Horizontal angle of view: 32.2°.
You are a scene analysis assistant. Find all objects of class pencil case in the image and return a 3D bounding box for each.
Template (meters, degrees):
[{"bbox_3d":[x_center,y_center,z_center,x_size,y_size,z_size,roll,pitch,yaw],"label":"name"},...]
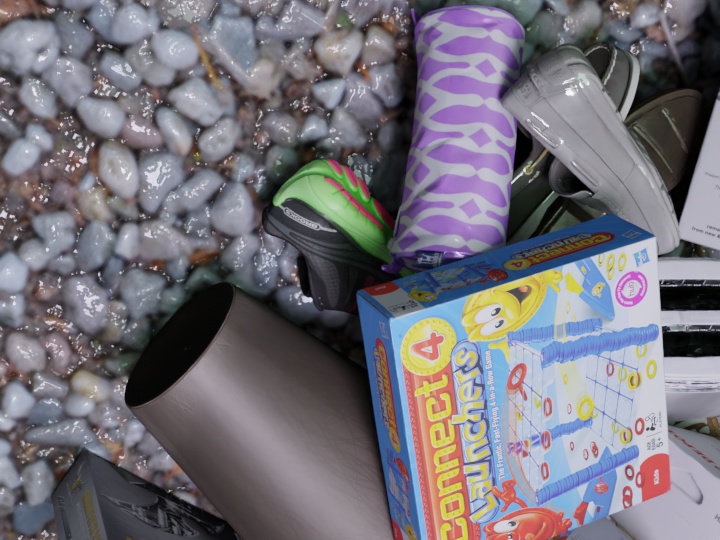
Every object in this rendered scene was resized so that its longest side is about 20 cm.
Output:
[{"bbox_3d":[0.068,-0.088,0.885,0.084,0.085,0.201,35,61,-61],"label":"pencil case"}]

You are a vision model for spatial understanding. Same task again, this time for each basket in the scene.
[{"bbox_3d":[-0.061,0.115,0.903,0.200,0.136,0.181,43,65,-22],"label":"basket"}]

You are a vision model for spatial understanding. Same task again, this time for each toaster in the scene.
[{"bbox_3d":[0.250,0.054,0.978,0.199,0.129,0.114,2,73,-8],"label":"toaster"}]

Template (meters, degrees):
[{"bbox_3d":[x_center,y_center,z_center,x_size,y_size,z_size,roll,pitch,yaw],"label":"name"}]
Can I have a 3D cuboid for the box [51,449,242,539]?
[{"bbox_3d":[-0.129,0.220,0.869,0.158,0.200,0.048,35,95,-25],"label":"box"}]

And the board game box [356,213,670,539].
[{"bbox_3d":[0.109,0.085,0.842,0.195,0.056,0.201,-17,113,-18],"label":"board game box"}]

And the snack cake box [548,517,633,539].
[{"bbox_3d":[0.155,0.238,0.986,0.115,0.200,0.067,-47,117,-3],"label":"snack cake box"}]

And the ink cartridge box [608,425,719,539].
[{"bbox_3d":[0.308,0.200,0.987,0.199,0.146,0.086,16,106,-34],"label":"ink cartridge box"}]

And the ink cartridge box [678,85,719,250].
[{"bbox_3d":[0.326,-0.113,0.977,0.146,0.084,0.201,-8,114,-64],"label":"ink cartridge box"}]

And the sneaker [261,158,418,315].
[{"bbox_3d":[0.000,0.000,0.936,0.084,0.077,0.200,-29,122,21],"label":"sneaker"}]

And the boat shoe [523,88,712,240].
[{"bbox_3d":[0.187,-0.071,0.982,0.200,0.068,0.072,-43,109,-3],"label":"boat shoe"}]

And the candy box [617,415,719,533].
[{"bbox_3d":[0.276,0.171,1.095,0.115,0.055,0.201,-23,112,-15],"label":"candy box"}]

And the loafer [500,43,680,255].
[{"bbox_3d":[0.169,-0.076,0.897,0.070,0.070,0.200,-31,126,16],"label":"loafer"}]

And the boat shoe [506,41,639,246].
[{"bbox_3d":[0.133,-0.095,0.949,0.060,0.072,0.202,35,95,-31],"label":"boat shoe"}]
